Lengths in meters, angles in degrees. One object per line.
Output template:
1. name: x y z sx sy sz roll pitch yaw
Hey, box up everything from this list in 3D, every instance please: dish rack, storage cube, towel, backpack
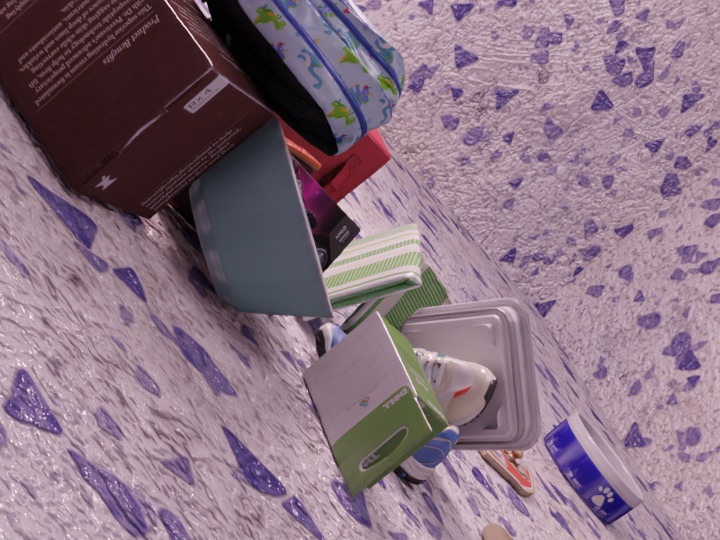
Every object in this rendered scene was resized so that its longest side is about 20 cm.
1. dish rack: 0.115 0.124 1.700 0.043 0.199 0.173 -5 87 -41
2. storage cube: -0.096 -0.191 1.962 0.180 0.171 0.200 43 13 -35
3. towel: 0.000 0.000 1.748 0.200 0.152 0.024 -89 161 -73
4. towel: 0.077 0.094 1.820 0.200 0.153 0.023 52 -28 -19
5. backpack: -0.051 -0.206 1.408 0.163 0.153 0.201 89 -23 -64

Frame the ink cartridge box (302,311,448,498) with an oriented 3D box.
1. ink cartridge box: 0.020 0.141 1.449 0.059 0.104 0.200 44 12 -34

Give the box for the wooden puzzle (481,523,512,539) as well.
1. wooden puzzle: 0.225 0.389 1.682 0.200 0.046 0.185 49 10 -16

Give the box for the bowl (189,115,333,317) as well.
1. bowl: -0.101 -0.038 1.433 0.201 0.104 0.202 164 -90 -88

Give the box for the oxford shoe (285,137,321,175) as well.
1. oxford shoe: -0.141 -0.129 1.588 0.199 0.073 0.071 19 6 -13

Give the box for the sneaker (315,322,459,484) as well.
1. sneaker: 0.027 0.133 1.606 0.200 0.077 0.076 51 11 2

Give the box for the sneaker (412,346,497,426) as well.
1. sneaker: 0.059 0.119 1.647 0.093 0.071 0.199 37 -21 -33

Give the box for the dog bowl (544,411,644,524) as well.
1. dog bowl: 0.421 0.357 2.673 0.200 0.079 0.200 51 9 -11

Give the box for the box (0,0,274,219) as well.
1. box: -0.217 -0.183 1.341 0.200 0.166 0.164 54 8 15

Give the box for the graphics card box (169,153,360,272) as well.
1. graphics card box: -0.106 -0.065 1.546 0.200 0.126 0.051 47 -10 -31

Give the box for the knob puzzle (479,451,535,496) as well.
1. knob puzzle: 0.208 0.252 2.179 0.220 0.030 0.220 50 9 -10
